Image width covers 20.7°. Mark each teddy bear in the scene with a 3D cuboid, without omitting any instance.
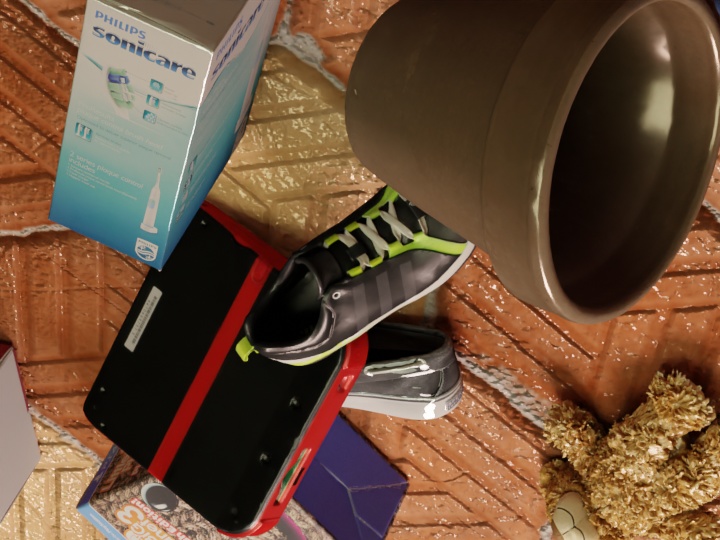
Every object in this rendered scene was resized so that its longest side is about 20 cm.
[{"bbox_3d":[0.196,0.147,1.395,0.200,0.067,0.145,-22,117,39],"label":"teddy bear"}]

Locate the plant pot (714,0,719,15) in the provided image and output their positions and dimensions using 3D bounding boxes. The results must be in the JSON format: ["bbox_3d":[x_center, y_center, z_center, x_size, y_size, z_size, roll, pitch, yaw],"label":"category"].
[{"bbox_3d":[0.301,-0.153,0.962,0.200,0.180,0.200,40,136,-13],"label":"plant pot"}]

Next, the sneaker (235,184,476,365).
[{"bbox_3d":[0.000,0.000,1.290,0.200,0.083,0.072,-44,72,19],"label":"sneaker"}]

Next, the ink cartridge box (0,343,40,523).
[{"bbox_3d":[-0.385,0.117,1.654,0.200,0.083,0.146,13,136,16],"label":"ink cartridge box"}]

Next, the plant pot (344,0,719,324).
[{"bbox_3d":[0.092,-0.088,1.153,0.175,0.200,0.200,21,141,36],"label":"plant pot"}]

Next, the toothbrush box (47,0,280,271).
[{"bbox_3d":[-0.117,-0.124,1.232,0.085,0.146,0.200,25,139,3],"label":"toothbrush box"}]

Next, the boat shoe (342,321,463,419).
[{"bbox_3d":[-0.026,0.060,1.421,0.200,0.072,0.068,7,133,21],"label":"boat shoe"}]

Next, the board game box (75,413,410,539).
[{"bbox_3d":[-0.093,0.177,1.552,0.159,0.097,0.200,45,135,-18],"label":"board game box"}]

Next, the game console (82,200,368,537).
[{"bbox_3d":[-0.098,0.074,1.413,0.177,0.031,0.200,37,112,23],"label":"game console"}]
